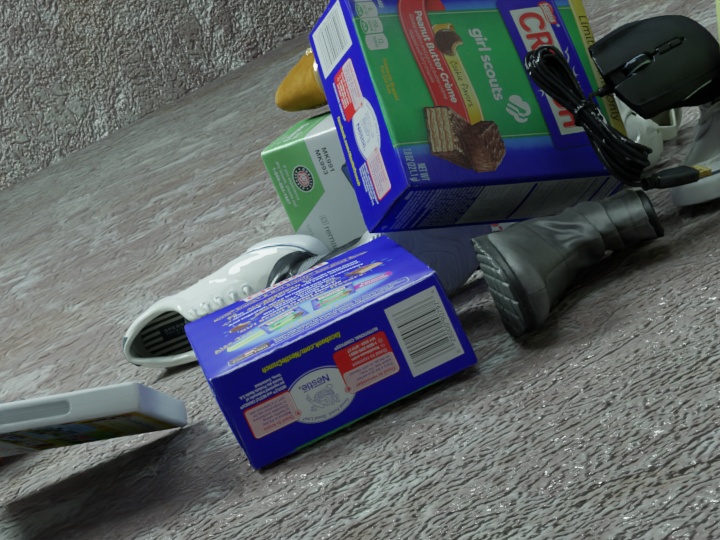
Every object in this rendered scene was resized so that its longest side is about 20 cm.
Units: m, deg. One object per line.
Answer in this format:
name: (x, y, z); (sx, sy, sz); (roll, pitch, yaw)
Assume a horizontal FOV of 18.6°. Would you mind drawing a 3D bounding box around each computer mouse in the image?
computer mouse: (0.224, -0.128, 1.588); (0.200, 0.141, 0.046); (-14, -30, -42)

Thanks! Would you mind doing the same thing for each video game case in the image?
video game case: (-0.225, 0.108, 1.539); (0.181, 0.023, 0.200); (-9, -8, 3)

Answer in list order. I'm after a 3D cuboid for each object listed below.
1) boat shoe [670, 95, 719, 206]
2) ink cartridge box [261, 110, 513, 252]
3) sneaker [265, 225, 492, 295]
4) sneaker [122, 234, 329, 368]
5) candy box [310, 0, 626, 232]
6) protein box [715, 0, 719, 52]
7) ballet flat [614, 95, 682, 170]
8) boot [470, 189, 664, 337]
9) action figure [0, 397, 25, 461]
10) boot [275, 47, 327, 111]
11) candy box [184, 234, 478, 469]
boat shoe: (0.282, -0.108, 1.674); (0.073, 0.066, 0.200); (-14, 15, 34)
ink cartridge box: (0.042, -0.070, 1.769); (0.200, 0.146, 0.088); (-16, 13, 29)
sneaker: (0.000, 0.000, 1.704); (0.200, 0.076, 0.114); (-28, 15, -13)
sneaker: (-0.108, 0.035, 1.796); (0.200, 0.073, 0.071); (-28, 10, 30)
candy box: (0.084, -0.124, 1.612); (0.199, 0.170, 0.077); (-6, -23, -29)
protein box: (0.342, -0.186, 1.518); (0.134, 0.199, 0.200); (-8, 9, -10)
ballet flat: (0.228, -0.114, 1.838); (0.069, 0.070, 0.200); (-18, 12, 25)
boot: (0.147, -0.018, 1.522); (0.131, 0.070, 0.200); (-20, 12, 3)
action figure: (-0.357, 0.147, 1.779); (0.193, 0.105, 0.200); (-15, -13, 3)
boot: (-0.019, -0.155, 1.765); (0.144, 0.071, 0.201); (-22, 7, 38)
candy box: (-0.025, 0.051, 1.527); (0.169, 0.077, 0.200); (-25, 13, -4)
